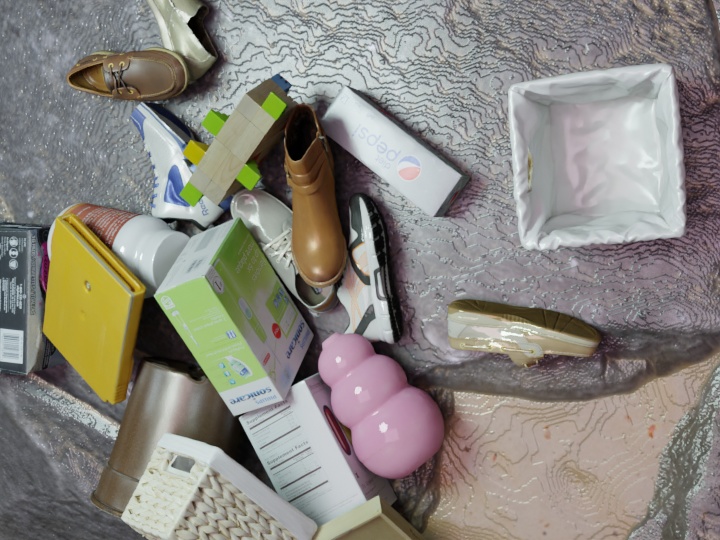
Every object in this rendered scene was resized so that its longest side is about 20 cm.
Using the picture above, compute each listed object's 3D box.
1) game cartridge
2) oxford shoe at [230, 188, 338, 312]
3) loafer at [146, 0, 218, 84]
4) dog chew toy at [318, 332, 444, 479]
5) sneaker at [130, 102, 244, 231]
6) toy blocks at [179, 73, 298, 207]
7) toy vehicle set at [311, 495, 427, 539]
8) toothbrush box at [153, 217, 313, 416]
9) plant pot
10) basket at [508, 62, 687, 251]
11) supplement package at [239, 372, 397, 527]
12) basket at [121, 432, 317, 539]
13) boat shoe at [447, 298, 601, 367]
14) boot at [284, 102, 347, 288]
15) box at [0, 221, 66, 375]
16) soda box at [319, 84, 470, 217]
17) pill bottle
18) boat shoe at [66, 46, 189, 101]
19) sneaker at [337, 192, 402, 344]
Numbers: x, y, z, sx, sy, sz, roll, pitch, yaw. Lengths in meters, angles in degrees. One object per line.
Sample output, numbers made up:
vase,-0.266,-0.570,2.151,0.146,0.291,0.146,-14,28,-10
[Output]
game cartridge,-0.352,0.054,1.661,0.176,0.032,0.202,42,134,29
oxford shoe,-0.097,-0.028,1.678,0.075,0.058,0.201,-38,93,2
loafer,-0.244,-0.357,1.715,0.067,0.076,0.203,-16,98,16
dog chew toy,0.019,0.167,1.636,0.124,0.124,0.201,-37,86,16
sneaker,-0.259,-0.128,1.728,0.115,0.080,0.200,-45,82,13
toy blocks,-0.139,-0.175,1.631,0.100,0.137,0.201,40,121,1
toy vehicle set,0.026,0.375,1.635,0.123,0.027,0.200,-29,130,15
toothbrush box,-0.159,0.059,1.634,0.085,0.146,0.201,-18,115,26
plant pot,-0.243,0.229,1.698,0.198,0.200,0.201,14,91,15
basket,0.289,-0.133,1.517,0.197,0.161,0.201,-5,92,16
supplement package,-0.055,0.249,1.673,0.109,0.114,0.202,-29,86,16
basket,-0.176,0.310,1.559,0.135,0.200,0.124,4,57,51
boat shoe,0.206,0.088,1.611,0.197,0.074,0.070,11,109,17
boot,-0.059,-0.096,1.595,0.075,0.156,0.203,0,63,5
box,-0.492,0.035,1.793,0.130,0.115,0.203,4,97,17
soda box,0.043,-0.154,1.642,0.199,0.063,0.069,38,102,11
pill bottle,-0.320,-0.024,1.709,0.198,0.112,0.114,12,98,36
boat shoe,-0.317,-0.260,1.712,0.198,0.067,0.073,7,115,36
sneaker,0.000,0.000,1.662,0.079,0.074,0.203,-7,91,19
